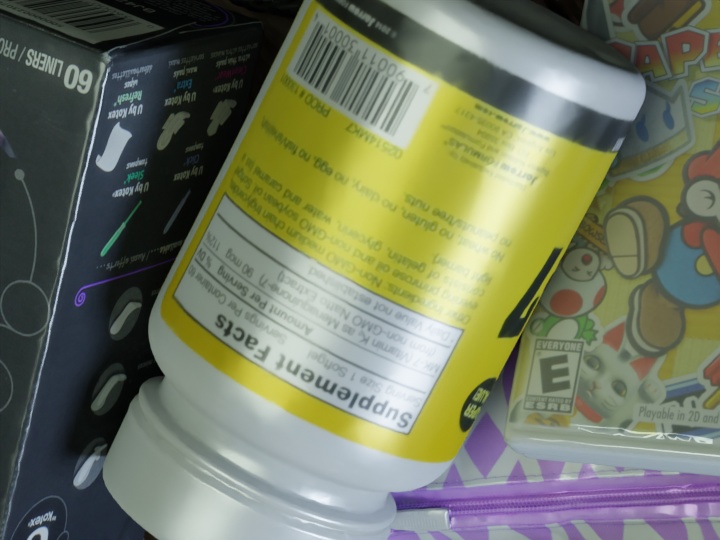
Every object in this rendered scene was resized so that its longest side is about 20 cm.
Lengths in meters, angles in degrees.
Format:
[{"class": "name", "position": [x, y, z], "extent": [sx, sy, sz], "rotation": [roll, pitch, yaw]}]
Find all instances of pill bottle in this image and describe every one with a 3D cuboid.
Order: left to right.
[{"class": "pill bottle", "position": [0.000, 0.000, 0.867], "extent": [0.114, 0.114, 0.200], "rotation": [32, 103, 18]}]

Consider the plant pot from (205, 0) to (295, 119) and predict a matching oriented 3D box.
[{"class": "plant pot", "position": [-0.084, -0.028, 0.987], "extent": [0.201, 0.093, 0.201], "rotation": [6, 103, 27]}]

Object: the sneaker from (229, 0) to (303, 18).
[{"class": "sneaker", "position": [0.032, -0.152, 0.919], "extent": [0.200, 0.076, 0.091], "rotation": [-24, 75, 15]}]

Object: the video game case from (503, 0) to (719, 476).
[{"class": "video game case", "position": [0.155, -0.020, 0.859], "extent": [0.200, 0.023, 0.182], "rotation": [3, 72, 27]}]

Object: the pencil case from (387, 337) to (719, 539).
[{"class": "pencil case", "position": [0.083, 0.064, 0.923], "extent": [0.200, 0.085, 0.084], "rotation": [-7, 103, 27]}]

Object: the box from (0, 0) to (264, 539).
[{"class": "box", "position": [-0.127, -0.004, 0.900], "extent": [0.122, 0.106, 0.200], "rotation": [22, 109, 22]}]
